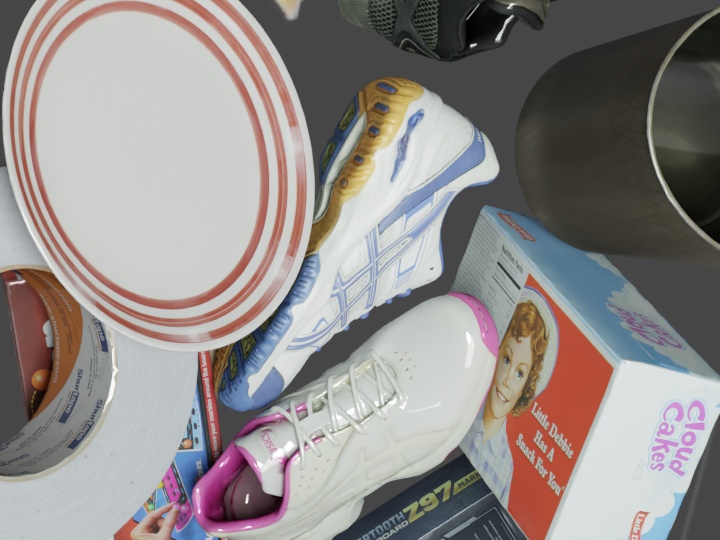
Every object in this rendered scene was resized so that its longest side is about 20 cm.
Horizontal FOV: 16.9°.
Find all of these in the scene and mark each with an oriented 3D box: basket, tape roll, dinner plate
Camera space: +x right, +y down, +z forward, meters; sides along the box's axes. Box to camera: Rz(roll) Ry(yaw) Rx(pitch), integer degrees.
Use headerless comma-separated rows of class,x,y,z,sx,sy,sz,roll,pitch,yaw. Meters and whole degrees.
basket,0.171,-0.064,1.222,0.180,0.200,0.136,6,88,-25
tape roll,-0.180,0.046,1.189,0.200,0.066,0.201,-5,99,-35
dinner plate,-0.100,-0.058,1.191,0.200,0.024,0.201,16,67,-43

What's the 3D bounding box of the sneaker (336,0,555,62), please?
sneaker,0.066,-0.192,1.185,0.076,0.114,0.200,-5,120,-51

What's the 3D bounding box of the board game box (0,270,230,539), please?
board game box,-0.128,0.082,1.310,0.103,0.019,0.200,-12,117,-12

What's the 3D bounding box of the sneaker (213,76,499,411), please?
sneaker,0.000,0.000,1.282,0.088,0.075,0.200,27,104,-28

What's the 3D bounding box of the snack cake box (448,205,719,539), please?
snack cake box,0.106,0.060,1.273,0.067,0.200,0.115,13,109,-24

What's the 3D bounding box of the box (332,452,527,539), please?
box,0.067,0.213,1.417,0.158,0.051,0.200,-34,121,-1

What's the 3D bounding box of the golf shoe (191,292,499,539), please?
golf shoe,-0.009,0.085,1.281,0.200,0.075,0.091,-46,153,26
